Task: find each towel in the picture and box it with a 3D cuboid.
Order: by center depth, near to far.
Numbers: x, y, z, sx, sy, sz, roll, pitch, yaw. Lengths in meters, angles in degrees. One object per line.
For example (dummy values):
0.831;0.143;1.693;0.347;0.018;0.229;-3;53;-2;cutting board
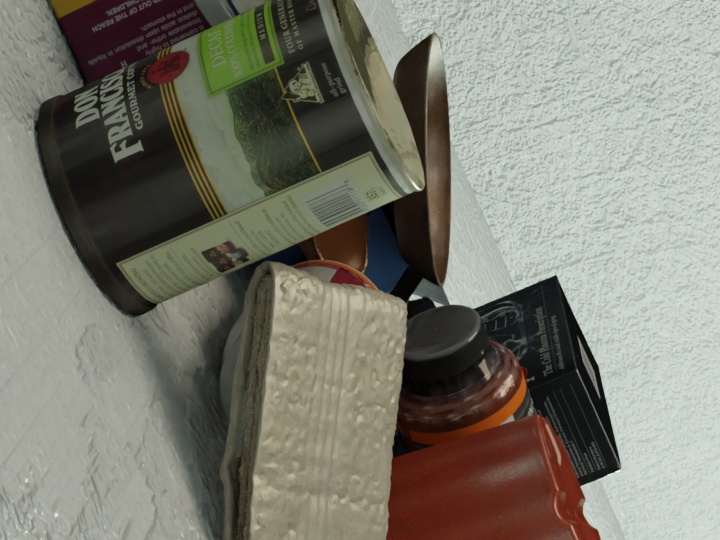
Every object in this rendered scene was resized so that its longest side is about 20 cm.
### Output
-0.028;0.104;1.270;0.132;0.034;0.202;15;78;-46;towel

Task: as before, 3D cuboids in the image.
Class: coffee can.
-0.078;-0.078;1.242;0.146;0.199;0.147;-23;90;-81;coffee can

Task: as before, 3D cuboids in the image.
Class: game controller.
0.000;0.000;1.605;0.200;0.042;0.105;-55;134;-50;game controller

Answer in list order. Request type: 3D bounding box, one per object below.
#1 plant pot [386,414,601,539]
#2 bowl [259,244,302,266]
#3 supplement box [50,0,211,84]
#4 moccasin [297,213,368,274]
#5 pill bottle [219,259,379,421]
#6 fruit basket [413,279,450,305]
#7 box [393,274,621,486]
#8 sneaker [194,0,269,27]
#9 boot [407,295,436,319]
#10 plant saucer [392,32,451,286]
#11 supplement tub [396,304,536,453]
0.067;0.204;1.412;0.201;0.194;0.202;-23;90;-81;plant pot
-0.069;-0.071;1.654;0.201;0.039;0.201;51;18;-23;bowl
-0.120;-0.125;1.411;0.131;0.103;0.201;-48;114;-79;supplement box
-0.014;-0.088;1.499;0.073;0.077;0.203;-10;107;-41;moccasin
-0.039;0.061;1.418;0.200;0.109;0.110;-61;127;-78;pill bottle
-0.002;-0.070;1.818;0.185;0.094;0.201;17;-38;50;fruit basket
0.112;0.117;1.710;0.200;0.181;0.105;-90;155;-68;box
-0.048;-0.158;1.367;0.200;0.070;0.073;49;22;-57;sneaker
0.038;0.058;1.688;0.201;0.096;0.075;-95;160;-59;boot
0.048;-0.088;1.594;0.200;0.034;0.202;-1;90;-83;plant saucer
0.086;0.127;1.538;0.107;0.106;0.201;-96;167;-60;supplement tub
